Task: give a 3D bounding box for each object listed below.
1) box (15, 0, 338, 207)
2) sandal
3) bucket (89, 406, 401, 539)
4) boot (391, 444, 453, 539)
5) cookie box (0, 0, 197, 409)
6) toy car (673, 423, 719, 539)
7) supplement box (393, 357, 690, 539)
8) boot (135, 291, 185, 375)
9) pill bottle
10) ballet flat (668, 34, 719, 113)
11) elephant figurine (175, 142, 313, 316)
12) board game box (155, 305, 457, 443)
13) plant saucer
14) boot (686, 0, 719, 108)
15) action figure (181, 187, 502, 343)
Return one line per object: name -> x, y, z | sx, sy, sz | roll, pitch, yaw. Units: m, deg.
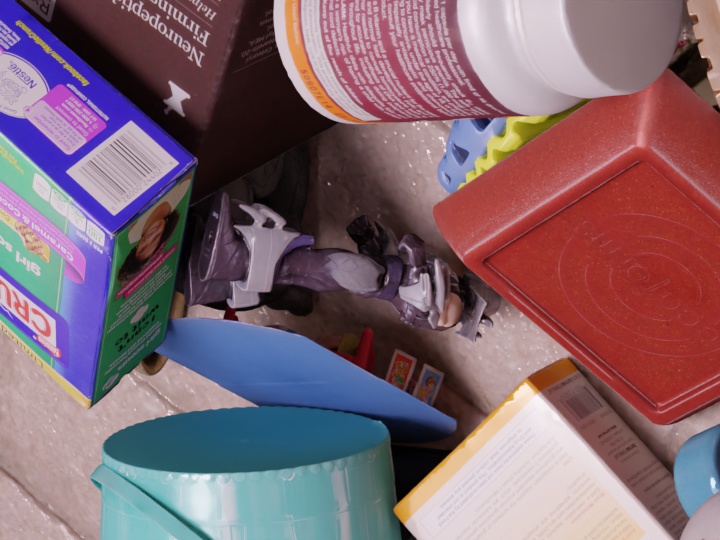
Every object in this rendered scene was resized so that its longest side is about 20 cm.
box -> -0.088, -0.178, 1.594 | 0.166, 0.164, 0.200 | 38, 133, 20
sandal -> 0.092, -0.122, 1.538 | 0.087, 0.079, 0.200 | 46, 128, 21
bucket -> -0.068, 0.166, 1.676 | 0.207, 0.207, 0.135 | 5, 102, 40
boot -> 0.011, 0.185, 1.791 | 0.199, 0.066, 0.165 | 3, 119, 34
cookie box -> -0.184, -0.040, 1.595 | 0.171, 0.075, 0.200 | 41, 152, 16
toy car -> 0.237, 0.161, 1.467 | 0.184, 0.200, 0.177 | -28, 97, 47
supplement box -> 0.135, 0.169, 1.632 | 0.126, 0.073, 0.200 | -45, 80, 23
boot -> -0.185, -0.036, 1.826 | 0.155, 0.073, 0.201 | 27, 130, 29
pill bottle -> 0.061, -0.135, 1.432 | 0.200, 0.114, 0.115 | 1, 114, 46
ballet flat -> 0.195, -0.100, 1.461 | 0.076, 0.064, 0.200 | 53, 136, 6
elephant figurine -> -0.137, -0.056, 1.736 | 0.199, 0.141, 0.156 | 17, 109, 27
board game box -> -0.033, 0.053, 1.714 | 0.200, 0.039, 0.158 | 31, 158, -35
plant saucer -> 0.162, 0.001, 1.511 | 0.199, 0.037, 0.200 | 40, 139, -16
boot -> 0.207, -0.182, 1.391 | 0.107, 0.075, 0.201 | -18, 72, 13
action figure -> 0.000, 0.000, 1.624 | 0.130, 0.199, 0.070 | -177, 95, -71
